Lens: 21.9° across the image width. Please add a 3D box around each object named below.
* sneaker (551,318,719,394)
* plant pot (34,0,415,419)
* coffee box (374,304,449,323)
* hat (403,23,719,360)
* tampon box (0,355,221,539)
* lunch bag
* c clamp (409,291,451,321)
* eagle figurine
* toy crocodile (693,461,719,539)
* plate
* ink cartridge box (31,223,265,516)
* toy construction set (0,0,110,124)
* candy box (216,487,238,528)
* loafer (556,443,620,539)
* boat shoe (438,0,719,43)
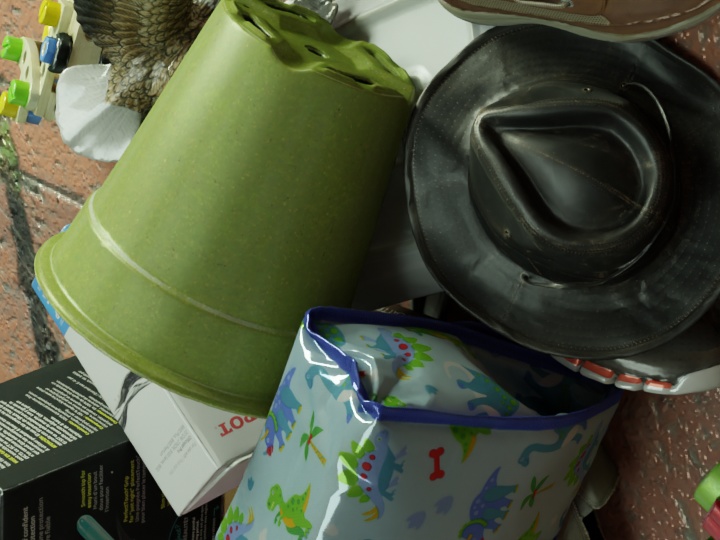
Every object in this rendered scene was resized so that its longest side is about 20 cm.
[{"bbox_3d":[0.131,0.001,1.061,0.199,0.077,0.083,30,122,34],"label":"sneaker"},{"bbox_3d":[-0.060,-0.048,1.071,0.200,0.199,0.191,39,113,29],"label":"plant pot"},{"bbox_3d":[0.031,0.131,1.207,0.114,0.080,0.201,16,128,41],"label":"coffee box"},{"bbox_3d":[0.106,-0.050,0.983,0.199,0.081,0.203,-2,84,18],"label":"hat"},{"bbox_3d":[-0.213,0.164,1.332,0.126,0.199,0.151,25,121,38],"label":"tampon box"},{"bbox_3d":[0.039,0.122,1.042,0.128,0.199,0.171,53,128,50],"label":"lunch bag"},{"bbox_3d":[0.000,0.000,1.238,0.200,0.027,0.172,36,132,30],"label":"c clamp"},{"bbox_3d":[-0.111,-0.156,1.197,0.200,0.150,0.152,142,132,-70],"label":"eagle figurine"},{"bbox_3d":[0.229,0.113,1.014,0.068,0.062,0.201,45,136,22],"label":"toy crocodile"},{"bbox_3d":[0.034,-0.087,1.109,0.199,0.032,0.201,-15,79,51],"label":"plate"},{"bbox_3d":[-0.111,0.047,1.291,0.201,0.144,0.084,56,140,13],"label":"ink cartridge box"},{"bbox_3d":[-0.210,-0.191,1.337,0.131,0.091,0.202,-132,43,-62],"label":"toy construction set"},{"bbox_3d":[-0.130,0.146,1.430,0.199,0.055,0.116,27,125,38],"label":"candy box"},{"bbox_3d":[0.125,0.114,1.136,0.069,0.075,0.202,-3,109,16],"label":"loafer"},{"bbox_3d":[0.109,-0.165,0.974,0.199,0.072,0.076,1,74,35],"label":"boat shoe"}]
